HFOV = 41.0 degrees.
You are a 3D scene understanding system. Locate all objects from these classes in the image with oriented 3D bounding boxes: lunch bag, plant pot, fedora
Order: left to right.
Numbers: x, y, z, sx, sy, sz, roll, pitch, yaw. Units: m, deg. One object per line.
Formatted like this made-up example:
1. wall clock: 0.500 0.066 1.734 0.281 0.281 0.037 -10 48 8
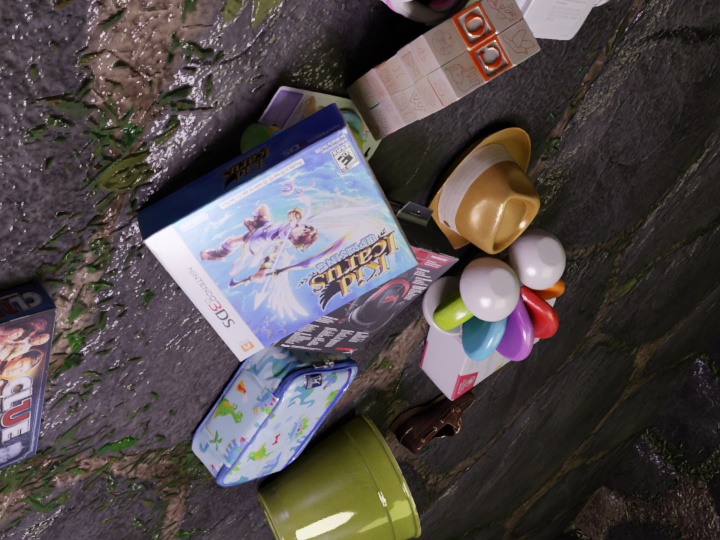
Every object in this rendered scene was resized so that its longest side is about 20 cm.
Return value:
1. lunch bag: -0.101 0.168 1.185 0.201 0.082 0.160 -54 155 20
2. plant pot: -0.042 0.341 1.418 0.192 0.201 0.201 -23 148 -14
3. fedora: 0.166 -0.082 1.204 0.200 0.082 0.201 -34 151 -22

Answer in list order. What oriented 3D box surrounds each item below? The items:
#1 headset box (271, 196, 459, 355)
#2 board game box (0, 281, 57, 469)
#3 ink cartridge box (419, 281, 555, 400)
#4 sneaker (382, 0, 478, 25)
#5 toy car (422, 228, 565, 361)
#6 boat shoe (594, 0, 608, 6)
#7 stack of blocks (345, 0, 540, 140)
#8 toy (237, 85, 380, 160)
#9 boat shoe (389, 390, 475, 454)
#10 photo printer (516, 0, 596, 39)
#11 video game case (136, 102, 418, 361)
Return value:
1. headset box: 0.000 0.000 1.040 0.200 0.075 0.148 -43 150 23
2. board game box: -0.334 0.109 0.814 0.135 0.035 0.201 -21 145 -40
3. ink cartridge box: 0.198 0.089 1.492 0.199 0.086 0.148 -31 150 -28
4. sneaker: 0.064 -0.247 0.818 0.199 0.088 0.082 -14 140 -48
5. toy car: 0.194 0.046 1.306 0.199 0.151 0.175 -30 180 -27
6. boat shoe: 0.291 -0.361 1.005 0.066 0.072 0.201 -13 140 -54
7. stack of blocks: 0.075 -0.181 0.839 0.115 0.059 0.200 -34 -171 -15
8. toy: -0.035 -0.107 0.922 0.199 0.047 0.115 1 130 -55
9. boat shoe: 0.138 0.263 1.672 0.199 0.070 0.071 -21 144 -42
10. photo printer: 0.206 -0.323 0.924 0.166 0.069 0.201 -18 143 -54
11. video game case: -0.069 -0.027 0.873 0.199 0.046 0.182 -29 134 3
